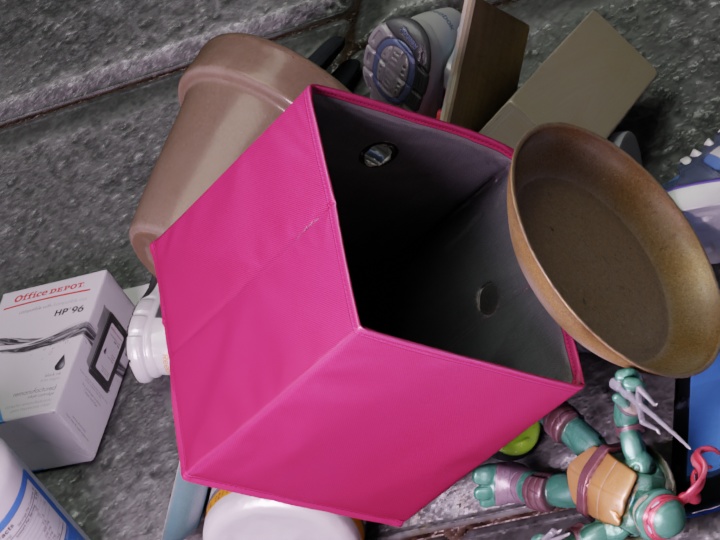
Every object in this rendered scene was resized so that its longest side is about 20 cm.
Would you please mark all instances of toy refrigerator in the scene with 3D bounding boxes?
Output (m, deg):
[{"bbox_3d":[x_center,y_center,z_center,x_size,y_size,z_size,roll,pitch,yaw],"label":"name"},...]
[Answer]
[{"bbox_3d":[0.155,-0.121,1.755,0.070,0.076,0.200,-46,2,35],"label":"toy refrigerator"}]

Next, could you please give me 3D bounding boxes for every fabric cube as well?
[{"bbox_3d":[-0.001,0.028,1.534,0.199,0.195,0.201,-42,47,38],"label":"fabric cube"}]

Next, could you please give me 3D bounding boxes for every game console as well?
[{"bbox_3d":[0.274,0.043,1.518,0.117,0.171,0.201,4,45,5],"label":"game console"}]

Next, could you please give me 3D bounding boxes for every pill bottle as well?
[{"bbox_3d":[-0.045,0.131,1.661,0.116,0.117,0.201,-16,40,23],"label":"pill bottle"},{"bbox_3d":[-0.286,0.191,1.709,0.112,0.200,0.113,-21,37,17],"label":"pill bottle"}]

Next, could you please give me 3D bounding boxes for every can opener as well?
[{"bbox_3d":[-0.065,-0.136,2.022,0.078,0.064,0.201,8,54,43],"label":"can opener"}]

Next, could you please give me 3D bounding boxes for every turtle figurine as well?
[{"bbox_3d":[0.154,0.140,1.508,0.200,0.100,0.150,23,84,58],"label":"turtle figurine"}]

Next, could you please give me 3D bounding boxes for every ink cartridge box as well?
[{"bbox_3d":[-0.261,0.073,1.935,0.115,0.068,0.201,-12,41,27],"label":"ink cartridge box"}]

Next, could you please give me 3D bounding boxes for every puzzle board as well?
[{"bbox_3d":[0.082,-0.100,1.728,0.017,0.151,0.202,13,92,19],"label":"puzzle board"}]

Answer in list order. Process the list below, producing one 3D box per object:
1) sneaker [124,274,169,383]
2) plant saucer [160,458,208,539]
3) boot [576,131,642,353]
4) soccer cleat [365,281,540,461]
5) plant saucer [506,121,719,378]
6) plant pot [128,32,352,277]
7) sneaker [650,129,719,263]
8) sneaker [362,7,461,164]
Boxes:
[{"bbox_3d":[-0.136,0.013,1.918,0.079,0.074,0.201,-2,50,16],"label":"sneaker"},{"bbox_3d":[-0.116,0.112,1.710,0.027,0.201,0.201,14,45,-4],"label":"plant saucer"},{"bbox_3d":[0.152,-0.024,1.716,0.095,0.074,0.201,-3,47,26],"label":"boot"},{"bbox_3d":[0.068,0.075,1.685,0.067,0.081,0.200,-26,54,-20],"label":"soccer cleat"},{"bbox_3d":[0.165,-0.007,1.540,0.035,0.200,0.201,-39,29,35],"label":"plant saucer"},{"bbox_3d":[-0.092,-0.062,1.837,0.199,0.201,0.175,11,58,44],"label":"plant pot"},{"bbox_3d":[0.286,-0.094,1.669,0.199,0.081,0.147,-14,53,15],"label":"sneaker"},{"bbox_3d":[0.038,-0.114,1.734,0.074,0.201,0.087,41,44,20],"label":"sneaker"}]
